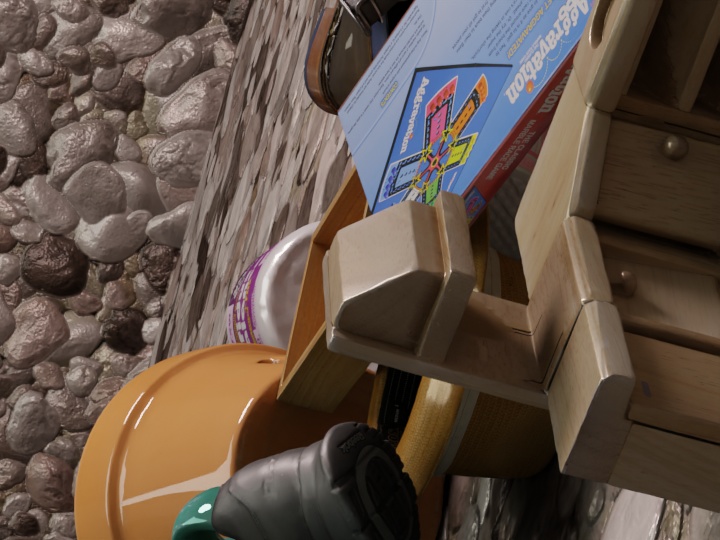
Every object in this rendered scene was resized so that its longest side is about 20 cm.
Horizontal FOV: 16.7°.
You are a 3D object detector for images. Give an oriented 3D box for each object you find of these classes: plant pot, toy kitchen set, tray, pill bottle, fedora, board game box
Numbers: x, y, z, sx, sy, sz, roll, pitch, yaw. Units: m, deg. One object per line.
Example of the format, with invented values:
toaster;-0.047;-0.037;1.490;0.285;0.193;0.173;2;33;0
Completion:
plant pot;-0.046;0.131;1.405;0.140;0.200;0.200;-24;50;58
toy kitchen set;0.089;-0.046;0.910;0.200;0.163;0.181;-94;21;-62
tray;0.000;0.000;1.262;0.200;0.037;0.099;126;157;-69
pill bottle;-0.030;0.032;1.645;0.200;0.112;0.113;148;136;-76
fedora;0.059;0.047;1.194;0.201;0.082;0.201;-166;90;-83
board game box;0.053;-0.093;1.088;0.200;0.019;0.103;-53;44;43

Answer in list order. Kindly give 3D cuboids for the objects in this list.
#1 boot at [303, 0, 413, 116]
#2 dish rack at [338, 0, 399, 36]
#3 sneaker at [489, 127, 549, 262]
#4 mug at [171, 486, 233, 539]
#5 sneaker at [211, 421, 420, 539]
boot;0.031;-0.176;1.353;0.097;0.075;0.200;26;106;60
dish rack;-0.043;-0.231;1.255;0.153;0.055;0.200;53;179;42
sneaker;0.057;-0.035;1.361;0.200;0.075;0.105;121;164;-50
mug;-0.028;0.206;1.208;0.185;0.114;0.152;44;-126;-55
sneaker;0.001;0.160;1.126;0.200;0.091;0.076;65;-153;-20
